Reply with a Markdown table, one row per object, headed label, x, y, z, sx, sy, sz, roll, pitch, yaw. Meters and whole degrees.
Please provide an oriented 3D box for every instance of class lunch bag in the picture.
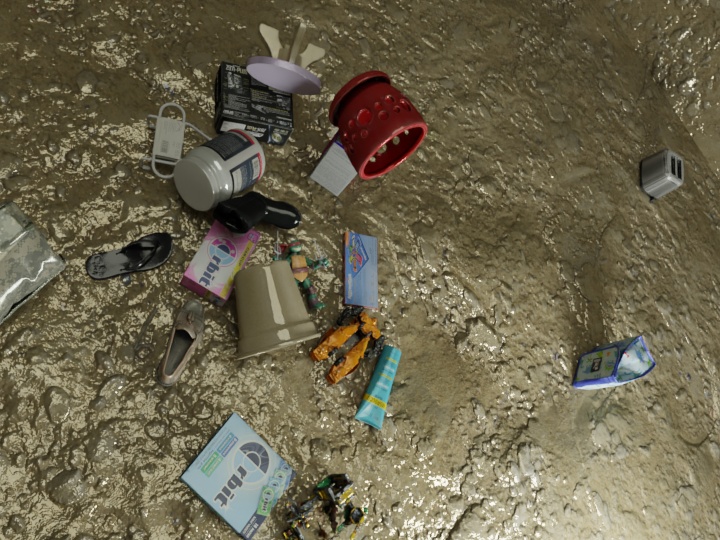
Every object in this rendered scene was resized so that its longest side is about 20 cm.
| label | x | y | z | sx | sy | sz | roll | pitch | yaw |
| --- | --- | --- | --- | --- | --- | --- | --- | --- | --- |
| lunch bag | -0.703 | -0.008 | 1.099 | 0.201 | 0.138 | 0.169 | -49 | 114 | -29 |
| lunch bag | 0.770 | 0.298 | 1.737 | 0.197 | 0.170 | 0.130 | -28 | 85 | -30 |

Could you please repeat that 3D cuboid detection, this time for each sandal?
| label | x | y | z | sx | sy | sz | roll | pitch | yaw |
| --- | --- | --- | --- | --- | --- | --- | --- | --- | --- |
| sandal | -0.509 | -0.030 | 1.262 | 0.197 | 0.043 | 0.078 | -27 | 86 | -32 |

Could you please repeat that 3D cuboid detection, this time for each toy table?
| label | x | y | z | sx | sy | sz | roll | pitch | yaw |
| --- | --- | --- | --- | --- | --- | --- | --- | --- | --- |
| toy table | -0.186 | -0.544 | 1.447 | 0.196 | 0.182 | 0.121 | 15 | 80 | -35 |

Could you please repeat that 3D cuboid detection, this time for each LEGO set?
| label | x | y | z | sx | sy | sz | roll | pitch | yaw |
| --- | --- | --- | --- | --- | --- | --- | --- | --- | --- |
| LEGO set | -0.068 | 0.545 | 1.243 | 0.196 | 0.116 | 0.157 | -20 | 82 | -31 |

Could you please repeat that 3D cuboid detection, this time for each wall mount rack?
| label | x | y | z | sx | sy | sz | roll | pitch | yaw |
| --- | --- | --- | --- | --- | --- | --- | --- | --- | --- |
| wall mount rack | -0.442 | -0.298 | 1.380 | 0.169 | 0.074 | 0.206 | 9 | 69 | -21 |

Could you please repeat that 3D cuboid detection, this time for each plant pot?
| label | x | y | z | sx | sy | sz | roll | pitch | yaw |
| --- | --- | --- | --- | --- | --- | --- | --- | --- | --- |
| plant pot | -0.205 | 0.084 | 1.278 | 0.196 | 0.199 | 0.189 | -12 | 83 | -30 |
| plant pot | 0.036 | -0.350 | 1.339 | 0.197 | 0.201 | 0.185 | -24 | 75 | -31 |

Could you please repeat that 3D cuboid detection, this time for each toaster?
| label | x | y | z | sx | sy | sz | roll | pitch | yaw |
| --- | --- | --- | --- | --- | --- | --- | --- | --- | --- |
| toaster | 1.187 | -0.379 | 2.221 | 0.111 | 0.129 | 0.205 | 24 | 63 | -16 |

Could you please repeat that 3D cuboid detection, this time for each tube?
| label | x | y | z | sx | sy | sz | roll | pitch | yaw |
| --- | --- | --- | --- | --- | --- | --- | --- | --- | --- |
| tube | 0.050 | 0.294 | 1.441 | 0.076 | 0.050 | 0.205 | 24 | 68 | -9 |

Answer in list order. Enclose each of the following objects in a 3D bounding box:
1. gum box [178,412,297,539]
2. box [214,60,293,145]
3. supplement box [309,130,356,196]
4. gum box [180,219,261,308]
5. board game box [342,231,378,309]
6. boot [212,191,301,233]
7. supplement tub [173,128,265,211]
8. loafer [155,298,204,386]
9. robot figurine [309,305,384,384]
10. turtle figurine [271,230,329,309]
| label | x | y | z | sx | sy | sz | roll | pitch | yaw |
| --- | --- | --- | --- | --- | --- | --- | --- | --- | --- |
| gum box | -0.262 | 0.444 | 1.221 | 0.200 | 0.044 | 0.171 | 44 | 58 | -6 |
| box | -0.284 | -0.441 | 1.501 | 0.194 | 0.086 | 0.169 | 4 | 70 | -26 |
| supplement box | -0.046 | -0.304 | 1.510 | 0.102 | 0.200 | 0.103 | 31 | 60 | -11 |
| gum box | -0.329 | -0.033 | 1.343 | 0.112 | 0.066 | 0.204 | 30 | 61 | -14 |
| board game box | 0.000 | 0.000 | 1.531 | 0.100 | 0.019 | 0.206 | 10 | 68 | -26 |
| boot | -0.240 | -0.130 | 1.345 | 0.160 | 0.200 | 0.067 | 20 | 105 | 5 |
| supplement tub | -0.333 | -0.242 | 1.350 | 0.141 | 0.140 | 0.200 | 48 | 43 | -4 |
| loafer | -0.391 | 0.154 | 1.246 | 0.070 | 0.063 | 0.205 | 24 | 63 | -17 |
| robot figurine | -0.030 | 0.184 | 1.427 | 0.199 | 0.058 | 0.147 | -38 | 92 | -32 |
| turtle figurine | -0.150 | -0.002 | 1.408 | 0.145 | 0.100 | 0.207 | -10 | 91 | -16 |
